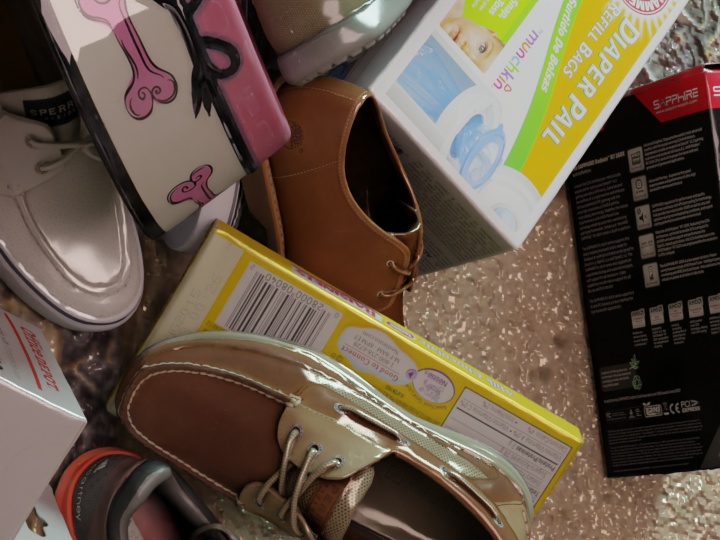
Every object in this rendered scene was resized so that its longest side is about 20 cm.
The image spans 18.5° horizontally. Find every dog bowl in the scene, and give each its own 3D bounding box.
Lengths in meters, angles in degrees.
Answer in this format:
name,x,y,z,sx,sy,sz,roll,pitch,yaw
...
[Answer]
name,x,y,z,sx,sy,sz,roll,pitch,yaw
dog bowl,-0.092,-0.119,0.926,0.073,0.200,0.201,-21,94,0

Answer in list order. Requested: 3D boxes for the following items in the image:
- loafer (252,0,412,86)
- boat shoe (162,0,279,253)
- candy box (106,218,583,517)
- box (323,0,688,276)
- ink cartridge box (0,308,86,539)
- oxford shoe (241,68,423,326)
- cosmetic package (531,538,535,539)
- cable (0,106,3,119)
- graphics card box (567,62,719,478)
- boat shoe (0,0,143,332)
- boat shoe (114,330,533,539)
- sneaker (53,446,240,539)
name,x,y,z,sx,sy,sz,roll,pitch,yaw
loafer,0.000,-0.156,1.035,0.070,0.075,0.200,57,27,-14
boat shoe,-0.057,-0.103,1.062,0.066,0.070,0.201,11,69,-29
candy box,-0.007,0.069,1.025,0.199,0.026,0.103,31,105,-9
box,0.065,-0.109,1.114,0.113,0.101,0.200,45,62,-18
ink cartridge box,-0.187,0.043,0.912,0.199,0.115,0.068,31,97,-25
oxford shoe,0.000,0.000,1.043,0.071,0.071,0.201,-53,137,-42
cosmetic package,0.065,0.235,1.088,0.150,0.052,0.201,28,68,-23
cable,-0.248,-0.143,0.910,0.198,0.069,0.202,-3,85,-11
graphics card box,0.169,0.004,1.148,0.051,0.125,0.202,-3,83,-33
boat shoe,-0.147,-0.067,0.991,0.071,0.070,0.201,-26,96,-32
boat shoe,-0.013,0.086,0.978,0.199,0.072,0.076,20,108,-6
sneaker,-0.064,0.167,0.997,0.077,0.082,0.200,-44,105,-30
